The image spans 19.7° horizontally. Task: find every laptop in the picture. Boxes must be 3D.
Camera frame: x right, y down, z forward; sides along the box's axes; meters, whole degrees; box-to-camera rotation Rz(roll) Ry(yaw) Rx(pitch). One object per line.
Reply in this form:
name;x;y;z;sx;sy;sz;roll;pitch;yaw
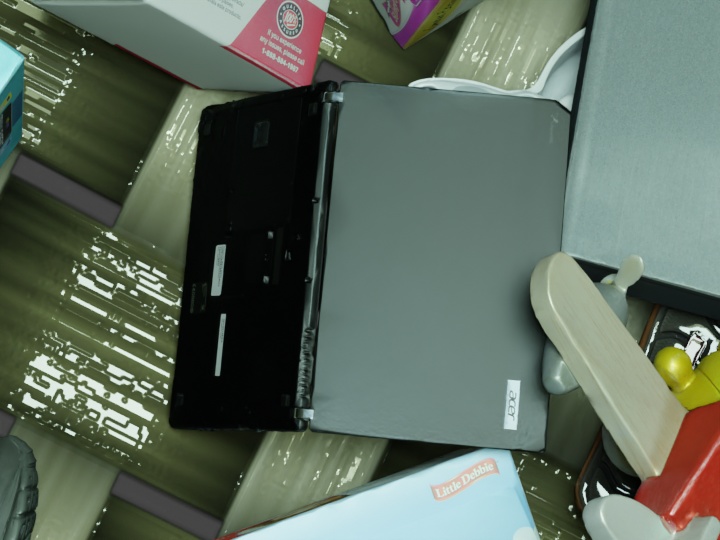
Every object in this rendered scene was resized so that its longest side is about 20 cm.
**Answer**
laptop;0.000;0.000;1.073;0.103;0.199;0.179;11;80;-35

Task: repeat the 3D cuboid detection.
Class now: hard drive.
hard drive;0.182;-0.077;1.113;0.139;0.033;0.201;14;68;-6

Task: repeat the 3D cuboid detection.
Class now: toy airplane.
toy airplane;0.162;0.095;1.019;0.198;0.141;0.202;3;89;-28

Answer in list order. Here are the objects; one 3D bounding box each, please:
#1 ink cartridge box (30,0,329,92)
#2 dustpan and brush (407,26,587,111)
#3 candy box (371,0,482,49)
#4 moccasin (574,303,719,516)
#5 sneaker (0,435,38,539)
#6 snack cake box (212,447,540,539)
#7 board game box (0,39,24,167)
ink cartridge box;-0.075;-0.210;1.077;0.084;0.144;0.202;6;79;35
dustpan and brush;0.118;-0.084;1.143;0.198;0.057;0.141;5;83;-9
candy box;0.100;-0.206;1.116;0.199;0.136;0.061;-32;89;-11
moccasin;0.185;0.059;1.137;0.073;0.078;0.202;24;84;9
sneaker;-0.230;0.169;1.050;0.090;0.076;0.201;27;78;1
snack cake box;-0.016;0.153;1.065;0.199;0.115;0.068;-19;87;-11
board game box;-0.238;-0.109;1.013;0.151;0.200;0.047;35;79;-5
